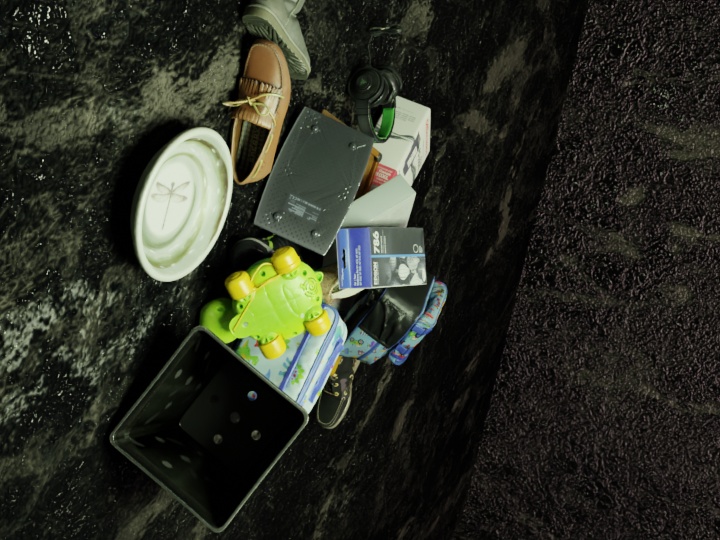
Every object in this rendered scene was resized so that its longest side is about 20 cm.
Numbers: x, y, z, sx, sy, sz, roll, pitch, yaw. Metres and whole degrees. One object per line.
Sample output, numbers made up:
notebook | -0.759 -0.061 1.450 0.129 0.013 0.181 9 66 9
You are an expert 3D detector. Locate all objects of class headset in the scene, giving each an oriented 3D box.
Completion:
headset | 0.038 -0.322 1.575 0.123 0.093 0.202 -31 119 -61

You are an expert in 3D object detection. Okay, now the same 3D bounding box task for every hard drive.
hard drive | -0.073 -0.138 1.416 0.042 0.134 0.201 172 -59 -83

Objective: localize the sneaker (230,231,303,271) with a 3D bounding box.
sneaker | -0.148 -0.030 1.434 0.200 0.071 0.083 36 40 -64

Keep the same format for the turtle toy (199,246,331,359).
turtle toy | -0.145 0.048 1.337 0.146 0.199 0.101 65 -4 -22

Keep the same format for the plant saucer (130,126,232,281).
plant saucer | -0.236 -0.088 1.147 0.200 0.050 0.201 -51 151 -42

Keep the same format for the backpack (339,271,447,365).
backpack | 0.044 0.090 1.639 0.200 0.134 0.183 -53 -175 31

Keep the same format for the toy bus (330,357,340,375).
toy bus | -0.093 0.145 1.667 0.065 0.078 0.200 -67 154 -8

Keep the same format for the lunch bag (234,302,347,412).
lunch bag | -0.121 0.136 1.479 0.201 0.160 0.083 -63 155 -18

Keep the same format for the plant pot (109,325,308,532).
plant pot | -0.194 0.216 1.289 0.200 0.200 0.177 -52 173 0

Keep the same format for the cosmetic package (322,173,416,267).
cosmetic package | 0.011 -0.068 1.580 0.150 0.052 0.200 -34 163 -19

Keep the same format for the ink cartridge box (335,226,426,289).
ink cartridge box | 0.038 -0.021 1.491 0.199 0.039 0.100 -4 91 -51

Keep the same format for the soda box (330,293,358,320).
soda box | -0.063 0.063 1.694 0.200 0.068 0.064 9 102 -69

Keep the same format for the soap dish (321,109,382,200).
soap dish | -0.039 -0.167 1.533 0.158 0.081 0.200 -70 160 0

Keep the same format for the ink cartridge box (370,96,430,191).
ink cartridge box | 0.058 -0.208 1.726 0.145 0.084 0.201 83 32 -63

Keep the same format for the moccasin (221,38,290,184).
moccasin | -0.146 -0.215 1.244 0.078 0.073 0.202 -50 162 -60

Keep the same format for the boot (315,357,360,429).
boot | -0.060 0.216 1.830 0.201 0.073 0.151 -68 159 -6

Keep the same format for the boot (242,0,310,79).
boot | -0.083 -0.391 1.263 0.182 0.072 0.201 61 45 -66

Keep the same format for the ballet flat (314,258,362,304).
ballet flat | 0.000 0.000 1.535 0.199 0.065 0.071 -32 155 -21
